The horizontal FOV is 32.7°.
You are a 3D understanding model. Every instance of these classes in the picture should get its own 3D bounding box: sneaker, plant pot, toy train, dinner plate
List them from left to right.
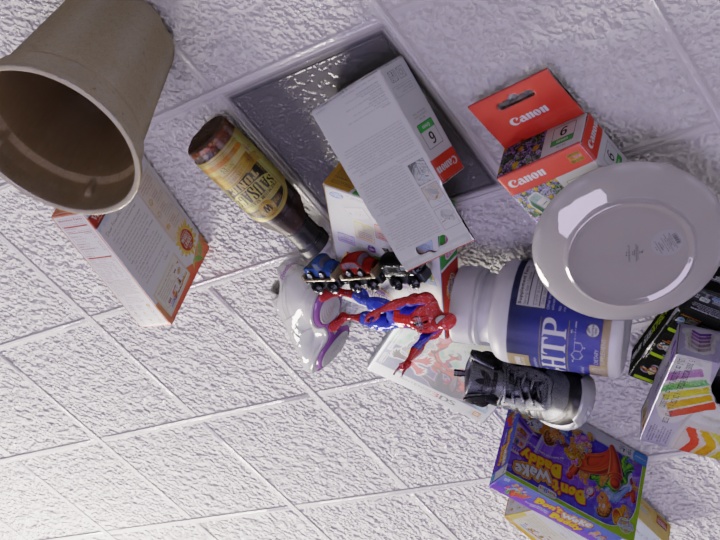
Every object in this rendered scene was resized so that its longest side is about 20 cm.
[{"bbox_3d":[-0.289,-0.196,1.292,0.198,0.185,0.202,13,142,10],"label":"plant pot"},{"bbox_3d":[-0.068,0.057,1.597,0.099,0.075,0.201,35,151,23],"label":"sneaker"},{"bbox_3d":[0.000,0.000,1.426,0.199,0.034,0.046,-4,125,46],"label":"toy train"},{"bbox_3d":[0.186,0.140,1.448,0.113,0.076,0.200,11,177,-23],"label":"sneaker"},{"bbox_3d":[0.275,-0.021,1.252,0.197,0.024,0.202,1,127,1],"label":"dinner plate"}]

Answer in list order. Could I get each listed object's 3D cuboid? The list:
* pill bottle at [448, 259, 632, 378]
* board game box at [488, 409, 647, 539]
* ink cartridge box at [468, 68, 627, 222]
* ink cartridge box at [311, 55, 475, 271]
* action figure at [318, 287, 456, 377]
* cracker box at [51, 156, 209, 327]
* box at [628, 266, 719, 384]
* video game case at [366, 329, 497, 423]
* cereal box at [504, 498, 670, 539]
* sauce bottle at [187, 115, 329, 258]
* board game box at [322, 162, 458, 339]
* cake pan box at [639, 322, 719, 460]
[{"bbox_3d":[0.207,0.051,1.404,0.198,0.120,0.120,7,140,18],"label":"pill bottle"},{"bbox_3d":[0.276,0.265,1.612,0.199,0.135,0.045,28,142,-10],"label":"board game box"},{"bbox_3d":[0.205,-0.106,1.262,0.108,0.051,0.200,-21,126,40],"label":"ink cartridge box"},{"bbox_3d":[0.044,-0.110,1.287,0.108,0.050,0.201,-24,100,43],"label":"ink cartridge box"},{"bbox_3d":[0.020,0.064,1.420,0.198,0.099,0.066,1,120,42],"label":"action figure"},{"bbox_3d":[-0.277,-0.046,1.503,0.057,0.135,0.201,-5,134,30],"label":"cracker box"},{"bbox_3d":[0.435,0.090,1.405,0.198,0.048,0.194,19,144,1],"label":"box"},{"bbox_3d":[0.121,0.113,1.596,0.181,0.023,0.201,25,141,-5],"label":"video game case"},{"bbox_3d":[0.329,0.363,1.781,0.199,0.040,0.144,-23,124,41],"label":"cereal box"},{"bbox_3d":[-0.113,-0.093,1.430,0.066,0.066,0.200,-22,126,41],"label":"sauce bottle"},{"bbox_3d":[0.040,-0.021,1.433,0.152,0.040,0.201,21,144,23],"label":"board game box"},{"bbox_3d":[0.430,0.148,1.401,0.182,0.053,0.201,13,143,5],"label":"cake pan box"}]
